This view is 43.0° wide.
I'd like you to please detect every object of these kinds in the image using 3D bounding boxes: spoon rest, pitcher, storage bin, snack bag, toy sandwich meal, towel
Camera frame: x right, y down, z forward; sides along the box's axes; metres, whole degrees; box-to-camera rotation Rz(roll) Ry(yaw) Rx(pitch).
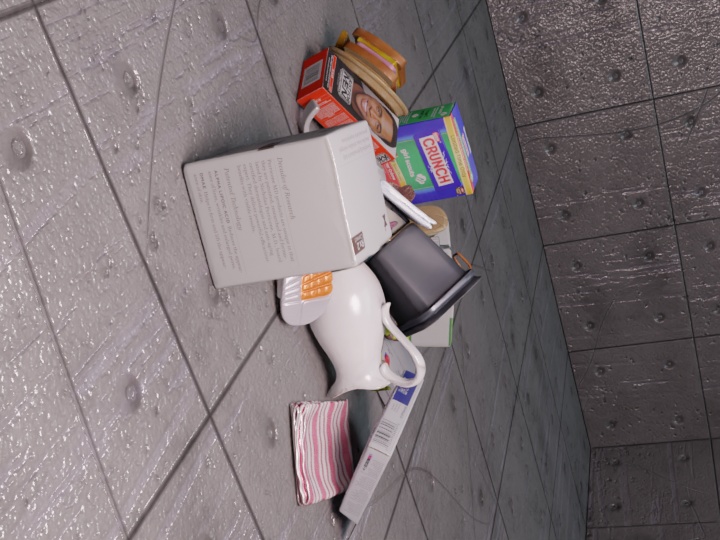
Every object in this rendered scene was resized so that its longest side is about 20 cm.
[{"bbox_3d":[-0.030,-0.196,1.518,0.200,0.061,0.099,42,13,-30],"label":"spoon rest"},{"bbox_3d":[0.007,0.088,1.392,0.121,0.171,0.201,-32,113,-62],"label":"pitcher"},{"bbox_3d":[0.087,0.006,1.430,0.134,0.146,0.200,49,-14,-1],"label":"storage bin"},{"bbox_3d":[0.019,-0.135,1.386,0.200,0.021,0.189,37,3,-10],"label":"snack bag"},{"bbox_3d":[0.023,-0.355,1.629,0.070,0.205,0.205,-51,151,0],"label":"toy sandwich meal"},{"bbox_3d":[-0.049,0.267,1.370,0.200,0.030,0.147,16,67,-68],"label":"towel"}]

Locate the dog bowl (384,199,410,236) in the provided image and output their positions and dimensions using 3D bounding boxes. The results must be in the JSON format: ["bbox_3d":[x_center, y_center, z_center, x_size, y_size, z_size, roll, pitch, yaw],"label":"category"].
[{"bbox_3d":[-0.023,-0.109,1.406,0.074,0.200,0.200,-52,154,3],"label":"dog bowl"}]

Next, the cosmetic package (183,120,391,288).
[{"bbox_3d":[-0.087,-0.087,1.173,0.165,0.200,0.165,-43,121,-67],"label":"cosmetic package"}]

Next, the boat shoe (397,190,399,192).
[{"bbox_3d":[-0.003,-0.138,1.605,0.199,0.066,0.075,24,35,-41],"label":"boat shoe"}]

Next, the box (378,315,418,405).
[{"bbox_3d":[0.061,0.142,1.698,0.200,0.041,0.156,-78,150,-47],"label":"box"}]

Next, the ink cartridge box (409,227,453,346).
[{"bbox_3d":[0.128,0.021,1.705,0.200,0.083,0.147,-88,176,-49],"label":"ink cartridge box"}]

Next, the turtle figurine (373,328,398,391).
[{"bbox_3d":[0.012,0.116,1.532,0.200,0.064,0.162,25,67,-52],"label":"turtle figurine"}]

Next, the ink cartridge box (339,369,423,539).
[{"bbox_3d":[0.025,0.284,1.415,0.200,0.043,0.196,-67,175,33],"label":"ink cartridge box"}]

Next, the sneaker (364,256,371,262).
[{"bbox_3d":[0.000,0.000,1.580,0.086,0.078,0.200,53,29,8],"label":"sneaker"}]

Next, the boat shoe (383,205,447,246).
[{"bbox_3d":[0.053,-0.070,1.597,0.065,0.199,0.072,110,-33,-59],"label":"boat shoe"}]

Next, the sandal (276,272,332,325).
[{"bbox_3d":[-0.084,-0.025,1.327,0.079,0.059,0.207,2,96,-29],"label":"sandal"}]

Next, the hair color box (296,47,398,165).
[{"bbox_3d":[-0.018,-0.273,1.563,0.200,0.061,0.102,39,43,-38],"label":"hair color box"}]

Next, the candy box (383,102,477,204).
[{"bbox_3d":[0.105,-0.215,1.738,0.077,0.200,0.169,-69,144,-53],"label":"candy box"}]
